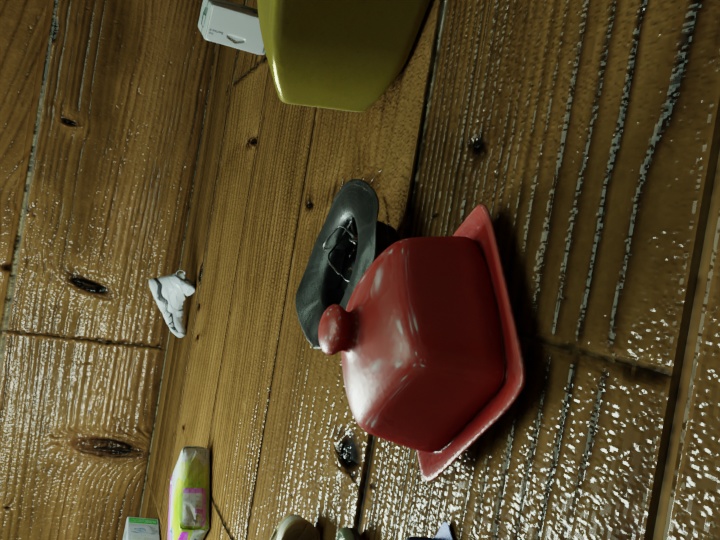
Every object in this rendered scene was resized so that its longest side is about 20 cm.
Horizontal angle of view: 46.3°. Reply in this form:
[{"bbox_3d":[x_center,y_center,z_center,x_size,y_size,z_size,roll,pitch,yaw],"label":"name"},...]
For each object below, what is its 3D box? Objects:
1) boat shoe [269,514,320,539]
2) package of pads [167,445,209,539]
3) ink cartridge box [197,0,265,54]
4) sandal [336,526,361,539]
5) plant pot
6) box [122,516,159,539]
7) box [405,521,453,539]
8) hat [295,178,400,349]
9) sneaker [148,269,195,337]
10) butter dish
[{"bbox_3d":[-0.103,0.417,1.102,0.069,0.074,0.200,-169,97,-73],"label":"boat shoe"},{"bbox_3d":[-0.374,0.502,1.834,0.155,0.068,0.200,118,153,-44],"label":"package of pads"},{"bbox_3d":[-0.299,-0.583,1.995,0.200,0.146,0.084,-123,46,-62],"label":"ink cartridge box"},{"bbox_3d":[-0.032,0.386,0.922,0.080,0.057,0.201,137,138,-61],"label":"sandal"},{"bbox_3d":[-0.037,-0.318,1.076,0.196,0.194,0.200,-110,28,-54],"label":"plant pot"},{"bbox_3d":[-0.624,0.827,2.362,0.176,0.097,0.200,-137,59,-70],"label":"box"},{"bbox_3d":[0.044,0.334,0.772,0.121,0.032,0.200,-104,31,-49],"label":"box"},{"bbox_3d":[0.000,0.000,0.979,0.201,0.081,0.201,-42,40,49],"label":"hat"},{"bbox_3d":[-0.527,0.095,2.454,0.075,0.115,0.200,-134,21,-67],"label":"sneaker"},{"bbox_3d":[0.035,0.060,0.744,0.200,0.148,0.200,120,152,-48],"label":"butter dish"}]
